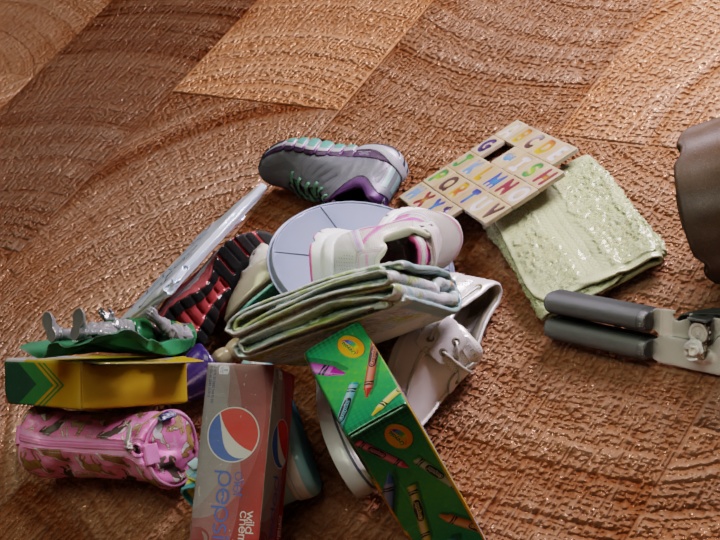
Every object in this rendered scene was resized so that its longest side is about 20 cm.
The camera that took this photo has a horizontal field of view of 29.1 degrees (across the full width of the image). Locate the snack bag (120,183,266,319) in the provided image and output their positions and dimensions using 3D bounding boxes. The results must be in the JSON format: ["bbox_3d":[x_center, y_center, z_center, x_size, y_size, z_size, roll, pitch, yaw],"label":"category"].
[{"bbox_3d":[-0.187,-0.008,1.528,0.189,0.021,0.200,-50,10,-33],"label":"snack bag"}]

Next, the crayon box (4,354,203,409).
[{"bbox_3d":[-0.269,0.115,1.440,0.200,0.127,0.051,-4,86,50],"label":"crayon box"}]

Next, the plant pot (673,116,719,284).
[{"bbox_3d":[0.398,-0.076,1.229,0.198,0.200,0.200,-13,39,33],"label":"plant pot"}]

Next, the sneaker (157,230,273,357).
[{"bbox_3d":[-0.174,0.021,1.564,0.200,0.074,0.087,-43,19,-28],"label":"sneaker"}]

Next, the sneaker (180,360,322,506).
[{"bbox_3d":[-0.123,0.165,1.362,0.131,0.080,0.200,-26,37,2],"label":"sneaker"}]

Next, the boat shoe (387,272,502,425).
[{"bbox_3d":[0.084,0.075,1.338,0.069,0.071,0.200,-2,44,33],"label":"boat shoe"}]

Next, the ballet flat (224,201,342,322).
[{"bbox_3d":[-0.078,-0.013,1.539,0.200,0.069,0.069,-32,37,-16],"label":"ballet flat"}]

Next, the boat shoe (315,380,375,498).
[{"bbox_3d":[0.003,0.132,1.330,0.070,0.071,0.200,-27,31,11],"label":"boat shoe"}]

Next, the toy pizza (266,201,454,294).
[{"bbox_3d":[0.000,0.000,1.462,0.200,0.032,0.200,5,43,-5],"label":"toy pizza"}]

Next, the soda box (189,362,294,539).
[{"bbox_3d":[-0.107,0.186,1.256,0.070,0.063,0.200,2,78,15],"label":"soda box"}]

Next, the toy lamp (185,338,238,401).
[{"bbox_3d":[-0.113,0.070,1.484,0.200,0.058,0.058,-33,38,-10],"label":"toy lamp"}]

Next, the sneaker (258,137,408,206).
[{"bbox_3d":[-0.046,-0.103,1.625,0.200,0.074,0.088,1,51,32],"label":"sneaker"}]

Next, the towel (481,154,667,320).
[{"bbox_3d":[0.213,-0.039,1.415,0.148,0.036,0.200,-26,38,2],"label":"towel"}]

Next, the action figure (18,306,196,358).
[{"bbox_3d":[-0.233,0.064,1.411,0.118,0.200,0.055,-4,83,30],"label":"action figure"}]

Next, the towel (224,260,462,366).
[{"bbox_3d":[-0.010,0.039,1.252,0.171,0.200,0.048,-19,78,16],"label":"towel"}]

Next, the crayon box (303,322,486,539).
[{"bbox_3d":[0.031,0.153,1.176,0.058,0.200,0.119,-30,37,-1],"label":"crayon box"}]

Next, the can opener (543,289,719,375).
[{"bbox_3d":[0.262,0.054,1.278,0.200,0.053,0.066,9,17,37],"label":"can opener"}]

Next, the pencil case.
[{"bbox_3d":[-0.262,0.180,1.425,0.200,0.087,0.083,-2,39,34],"label":"pencil case"}]

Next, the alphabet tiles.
[{"bbox_3d":[0.141,-0.101,1.513,0.167,0.008,0.200,-33,22,-5],"label":"alphabet tiles"}]

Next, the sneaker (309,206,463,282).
[{"bbox_3d":[0.044,-0.014,1.365,0.088,0.081,0.200,6,17,41],"label":"sneaker"}]
